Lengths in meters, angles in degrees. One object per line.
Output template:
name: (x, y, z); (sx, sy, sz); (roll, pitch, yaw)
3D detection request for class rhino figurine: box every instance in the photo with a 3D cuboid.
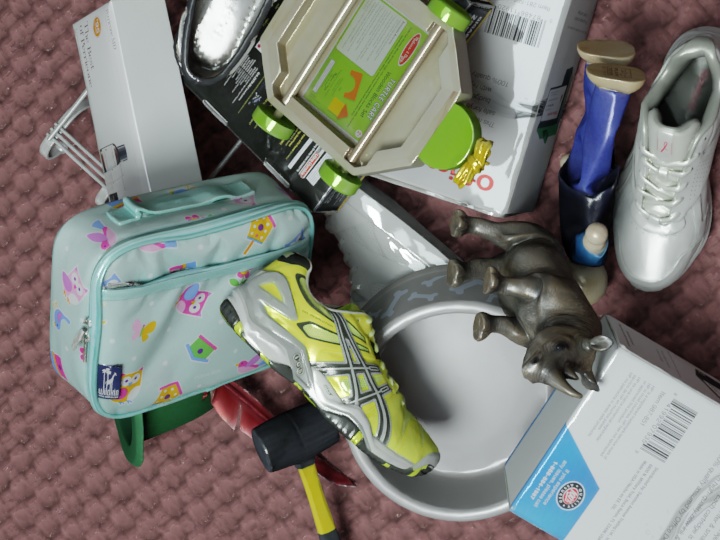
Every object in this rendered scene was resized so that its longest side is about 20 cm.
rhino figurine: (0.123, 0.026, 1.191); (0.087, 0.200, 0.060); (6, 120, -18)

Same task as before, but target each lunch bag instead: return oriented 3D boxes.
lunch bag: (-0.130, 0.013, 1.241); (0.077, 0.199, 0.161); (41, 135, 37)

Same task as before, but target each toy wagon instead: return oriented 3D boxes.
toy wagon: (0.017, -0.129, 1.204); (0.200, 0.040, 0.156); (41, 108, 19)

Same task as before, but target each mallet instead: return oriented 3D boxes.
mallet: (-0.038, 0.203, 1.354); (0.066, 0.041, 0.201); (-15, 108, -17)

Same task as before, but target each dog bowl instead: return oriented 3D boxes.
dog bowl: (0.075, 0.099, 1.292); (0.199, 0.059, 0.201); (1, 107, 4)

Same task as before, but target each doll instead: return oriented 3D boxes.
doll: (0.169, -0.060, 1.247); (0.048, 0.137, 0.201); (2, 122, -4)

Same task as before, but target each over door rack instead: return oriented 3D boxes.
over door rack: (-0.152, -0.130, 1.393); (0.148, 0.067, 0.200); (40, 106, 12)

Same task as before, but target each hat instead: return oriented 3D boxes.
hat: (-0.116, 0.072, 1.403); (0.175, 0.166, 0.201); (-9, 110, -15)

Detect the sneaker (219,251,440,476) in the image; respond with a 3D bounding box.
sneaker: (-0.008, 0.071, 1.222); (0.200, 0.075, 0.076); (44, 86, -17)

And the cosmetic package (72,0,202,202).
cosmetic package: (-0.169, -0.105, 1.319); (0.082, 0.050, 0.201); (-12, 90, 57)

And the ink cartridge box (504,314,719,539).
ink cartridge box: (0.225, 0.149, 1.227); (0.199, 0.084, 0.146); (30, 104, -7)

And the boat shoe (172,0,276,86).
boat shoe: (-0.083, -0.227, 1.225); (0.074, 0.060, 0.201); (24, 106, -11)

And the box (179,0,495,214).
box: (-0.022, -0.168, 1.270); (0.160, 0.049, 0.200); (44, 109, 17)

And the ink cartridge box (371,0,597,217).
ink cartridge box: (0.085, -0.156, 1.294); (0.145, 0.084, 0.201); (20, 101, 20)

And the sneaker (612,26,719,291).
sneaker: (0.222, -0.082, 1.240); (0.077, 0.099, 0.201); (14, 98, 19)

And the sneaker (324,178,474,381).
sneaker: (0.000, 0.000, 1.342); (0.200, 0.074, 0.116); (42, 103, 12)
